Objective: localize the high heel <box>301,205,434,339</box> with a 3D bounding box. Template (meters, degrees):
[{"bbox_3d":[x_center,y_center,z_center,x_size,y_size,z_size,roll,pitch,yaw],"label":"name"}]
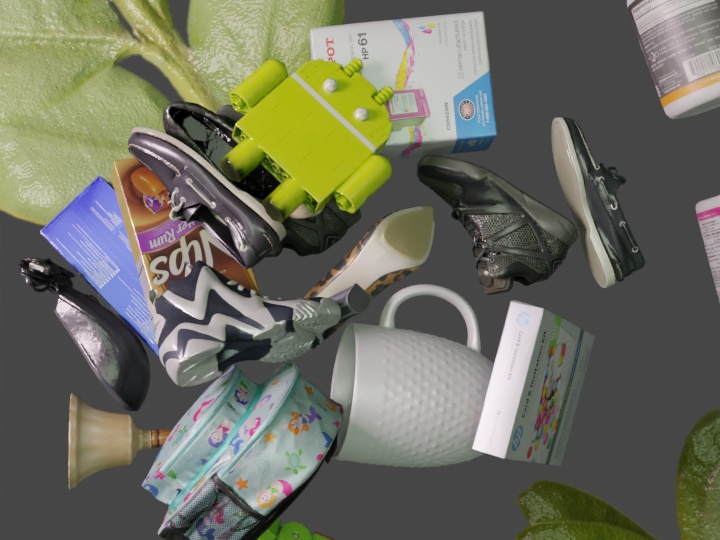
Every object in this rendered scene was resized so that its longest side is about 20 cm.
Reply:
[{"bbox_3d":[0.000,0.000,1.276,0.071,0.142,0.200,49,52,-10],"label":"high heel"}]

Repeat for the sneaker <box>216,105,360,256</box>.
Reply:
[{"bbox_3d":[-0.106,-0.091,1.254,0.199,0.076,0.114,44,80,-3],"label":"sneaker"}]

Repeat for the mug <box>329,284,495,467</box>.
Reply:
[{"bbox_3d":[0.067,0.115,1.216,0.175,0.148,0.201,8,85,-10],"label":"mug"}]

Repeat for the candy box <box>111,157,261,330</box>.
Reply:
[{"bbox_3d":[-0.192,-0.033,1.232,0.116,0.056,0.201,-14,78,-21],"label":"candy box"}]

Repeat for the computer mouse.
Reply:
[{"bbox_3d":[-0.286,0.061,1.217,0.053,0.139,0.200,-36,87,-3],"label":"computer mouse"}]

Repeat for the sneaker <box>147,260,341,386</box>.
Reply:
[{"bbox_3d":[-0.127,0.033,1.146,0.199,0.080,0.130,-19,59,-25],"label":"sneaker"}]

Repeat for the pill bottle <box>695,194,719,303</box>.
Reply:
[{"bbox_3d":[0.454,0.007,1.245,0.113,0.113,0.201,-14,87,-2],"label":"pill bottle"}]

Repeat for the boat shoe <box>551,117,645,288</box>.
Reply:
[{"bbox_3d":[0.274,-0.084,1.269,0.066,0.075,0.200,-18,87,-4],"label":"boat shoe"}]

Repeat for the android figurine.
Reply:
[{"bbox_3d":[-0.048,-0.145,1.173,0.182,0.041,0.200,44,67,5],"label":"android figurine"}]

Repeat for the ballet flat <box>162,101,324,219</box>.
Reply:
[{"bbox_3d":[-0.127,-0.113,1.186,0.200,0.057,0.067,30,91,4],"label":"ballet flat"}]

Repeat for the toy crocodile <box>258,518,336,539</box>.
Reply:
[{"bbox_3d":[-0.043,0.323,1.246,0.199,0.062,0.068,27,125,-1],"label":"toy crocodile"}]

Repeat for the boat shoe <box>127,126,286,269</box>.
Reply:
[{"bbox_3d":[-0.174,-0.077,1.181,0.200,0.073,0.063,36,72,3],"label":"boat shoe"}]

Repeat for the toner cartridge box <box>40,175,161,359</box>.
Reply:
[{"bbox_3d":[-0.258,-0.002,1.270,0.095,0.043,0.200,-43,88,-3],"label":"toner cartridge box"}]

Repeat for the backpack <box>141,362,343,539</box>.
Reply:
[{"bbox_3d":[-0.114,0.186,1.147,0.200,0.178,0.151,-41,98,17],"label":"backpack"}]

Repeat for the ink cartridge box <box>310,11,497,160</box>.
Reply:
[{"bbox_3d":[0.045,-0.204,1.268,0.199,0.085,0.145,-6,86,0],"label":"ink cartridge box"}]

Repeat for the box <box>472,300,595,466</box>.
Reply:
[{"bbox_3d":[0.189,0.125,1.194,0.041,0.200,0.157,13,85,29],"label":"box"}]

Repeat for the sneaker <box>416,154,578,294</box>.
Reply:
[{"bbox_3d":[0.137,-0.047,1.263,0.199,0.076,0.114,32,80,-4],"label":"sneaker"}]

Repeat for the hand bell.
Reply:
[{"bbox_3d":[-0.223,0.189,1.249,0.199,0.104,0.105,1,86,-13],"label":"hand bell"}]

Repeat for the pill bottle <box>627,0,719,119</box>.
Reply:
[{"bbox_3d":[0.371,-0.283,1.263,0.116,0.116,0.201,-18,86,-2],"label":"pill bottle"}]
